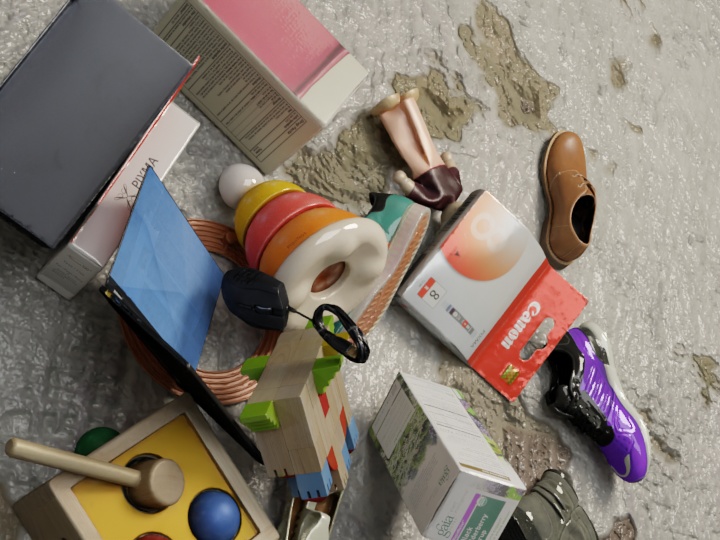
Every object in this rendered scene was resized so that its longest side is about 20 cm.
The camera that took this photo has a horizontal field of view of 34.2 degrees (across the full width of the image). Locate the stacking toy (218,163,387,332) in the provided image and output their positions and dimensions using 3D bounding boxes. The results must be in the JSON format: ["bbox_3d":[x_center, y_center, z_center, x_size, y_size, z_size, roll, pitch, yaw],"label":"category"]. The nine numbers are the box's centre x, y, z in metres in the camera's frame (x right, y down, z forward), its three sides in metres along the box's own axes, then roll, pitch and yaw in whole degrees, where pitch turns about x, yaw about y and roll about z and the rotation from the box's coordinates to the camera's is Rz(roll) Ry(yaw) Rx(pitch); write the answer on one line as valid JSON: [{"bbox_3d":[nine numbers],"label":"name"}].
[{"bbox_3d":[-0.079,-0.047,1.210,0.146,0.146,0.200,-15,51,-38],"label":"stacking toy"}]

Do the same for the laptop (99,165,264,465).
[{"bbox_3d":[-0.139,0.042,1.059,0.116,0.187,0.200,-45,54,-13],"label":"laptop"}]

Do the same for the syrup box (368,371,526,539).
[{"bbox_3d":[0.082,0.189,1.175,0.081,0.079,0.200,20,16,-24],"label":"syrup box"}]

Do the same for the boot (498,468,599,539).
[{"bbox_3d":[0.230,0.328,1.302,0.130,0.068,0.201,-18,82,-44],"label":"boot"}]

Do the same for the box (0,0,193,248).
[{"bbox_3d":[-0.263,-0.129,1.035,0.117,0.200,0.197,38,81,-14],"label":"box"}]

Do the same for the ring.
[{"bbox_3d":[-0.152,0.038,1.193,0.200,0.019,0.201,14,64,-29],"label":"ring"}]

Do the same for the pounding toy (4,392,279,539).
[{"bbox_3d":[-0.198,0.202,1.010,0.184,0.142,0.200,-32,90,-39],"label":"pounding toy"}]

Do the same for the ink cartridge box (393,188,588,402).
[{"bbox_3d":[0.157,0.032,1.349,0.200,0.050,0.162,41,79,-9],"label":"ink cartridge box"}]

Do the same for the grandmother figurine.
[{"bbox_3d":[0.083,-0.116,1.396,0.121,0.061,0.201,-25,84,-39],"label":"grandmother figurine"}]

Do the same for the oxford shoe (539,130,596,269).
[{"bbox_3d":[0.279,-0.102,1.517,0.071,0.071,0.201,18,59,-25],"label":"oxford shoe"}]

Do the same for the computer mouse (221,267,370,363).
[{"bbox_3d":[-0.068,0.044,1.083,0.034,0.200,0.059,-21,119,-38],"label":"computer mouse"}]

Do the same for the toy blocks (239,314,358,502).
[{"bbox_3d":[-0.048,0.146,1.095,0.200,0.099,0.137,-68,147,-67],"label":"toy blocks"}]

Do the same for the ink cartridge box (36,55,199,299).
[{"bbox_3d":[-0.213,-0.085,1.104,0.045,0.176,0.200,37,54,-15],"label":"ink cartridge box"}]

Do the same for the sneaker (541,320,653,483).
[{"bbox_3d":[0.271,0.166,1.402,0.099,0.070,0.201,-12,73,-30],"label":"sneaker"}]

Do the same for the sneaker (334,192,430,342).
[{"bbox_3d":[0.000,0.000,1.290,0.080,0.071,0.200,23,65,17],"label":"sneaker"}]

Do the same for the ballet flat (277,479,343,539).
[{"bbox_3d":[-0.042,0.233,1.155,0.067,0.062,0.201,27,57,-23],"label":"ballet flat"}]

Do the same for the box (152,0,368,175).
[{"bbox_3d":[-0.114,-0.227,1.264,0.200,0.128,0.109,44,51,-11],"label":"box"}]
